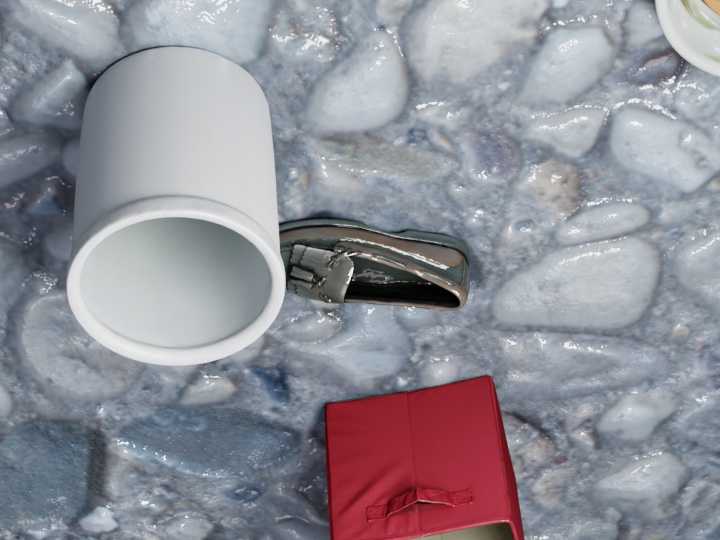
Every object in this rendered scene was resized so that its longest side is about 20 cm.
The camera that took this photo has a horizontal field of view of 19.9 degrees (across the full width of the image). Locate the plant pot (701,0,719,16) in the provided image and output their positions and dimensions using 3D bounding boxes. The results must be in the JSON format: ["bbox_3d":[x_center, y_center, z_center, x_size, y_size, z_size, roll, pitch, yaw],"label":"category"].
[{"bbox_3d":[0.284,-0.262,1.435,0.198,0.141,0.201,-1,130,-2],"label":"plant pot"}]

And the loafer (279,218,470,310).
[{"bbox_3d":[0.000,0.000,1.797,0.198,0.063,0.072,2,135,-7],"label":"loafer"}]

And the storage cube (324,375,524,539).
[{"bbox_3d":[0.067,0.231,1.955,0.170,0.180,0.201,-11,134,6],"label":"storage cube"}]

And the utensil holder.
[{"bbox_3d":[-0.145,-0.055,1.633,0.169,0.201,0.171,-2,135,-2],"label":"utensil holder"}]

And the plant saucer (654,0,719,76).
[{"bbox_3d":[0.324,-0.237,1.594,0.199,0.050,0.201,-2,136,-2],"label":"plant saucer"}]
